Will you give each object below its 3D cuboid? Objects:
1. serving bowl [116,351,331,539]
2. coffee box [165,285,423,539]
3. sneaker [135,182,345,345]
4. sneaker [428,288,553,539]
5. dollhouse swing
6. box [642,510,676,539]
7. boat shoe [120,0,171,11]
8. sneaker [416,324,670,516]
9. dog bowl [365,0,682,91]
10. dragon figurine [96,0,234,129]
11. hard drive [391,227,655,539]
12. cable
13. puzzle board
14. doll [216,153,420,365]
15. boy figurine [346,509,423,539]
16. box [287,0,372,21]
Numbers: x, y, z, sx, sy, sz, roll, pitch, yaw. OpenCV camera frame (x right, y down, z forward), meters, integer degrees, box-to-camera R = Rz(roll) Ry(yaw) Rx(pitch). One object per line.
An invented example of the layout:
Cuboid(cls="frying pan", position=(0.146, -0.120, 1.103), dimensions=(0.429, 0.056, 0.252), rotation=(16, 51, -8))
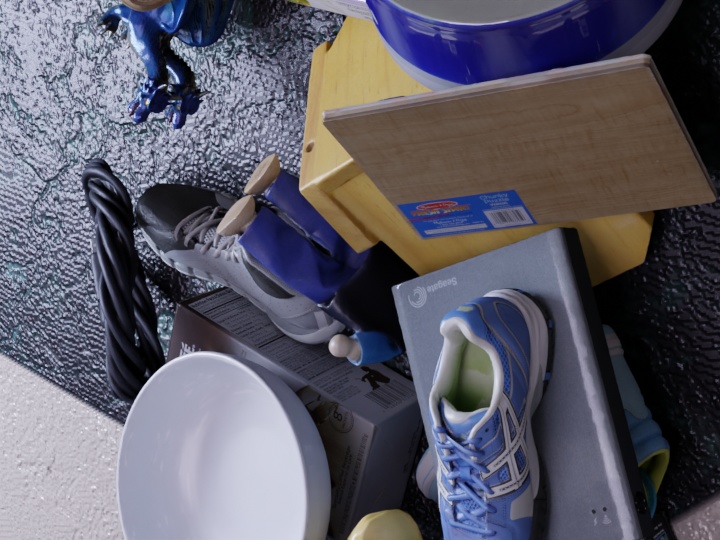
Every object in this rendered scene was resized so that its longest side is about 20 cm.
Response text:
Cuboid(cls="serving bowl", position=(-0.091, 0.159, 1.134), dimensions=(0.199, 0.066, 0.202), rotation=(1, 91, 41))
Cuboid(cls="coffee box", position=(-0.056, 0.106, 1.197), dimensions=(0.199, 0.080, 0.114), rotation=(29, 121, 28))
Cuboid(cls="sneaker", position=(-0.093, -0.031, 1.160), dimensions=(0.199, 0.075, 0.116), rotation=(30, 160, 18))
Cuboid(cls="sneaker", position=(0.071, 0.112, 0.966), dimensions=(0.075, 0.077, 0.202), rotation=(1, 91, 36))
Cuboid(cls="dollhouse swing", position=(0.090, -0.094, 1.054), dimensions=(0.199, 0.175, 0.183), rotation=(-29, 44, 40))
Cuboid(cls="box", position=(0.166, 0.266, 0.997), dimensions=(0.044, 0.199, 0.161), rotation=(-23, 88, 39))
Cuboid(cls="boat shoe", position=(-0.101, -0.257, 1.078), dimensions=(0.071, 0.065, 0.200), rotation=(39, 103, -26))
Cuboid(cls="sneaker", position=(0.127, 0.142, 1.060), dimensions=(0.200, 0.079, 0.131), rotation=(-46, 66, 38))
Cuboid(cls="dog bowl", position=(0.092, -0.201, 0.914), dimensions=(0.199, 0.201, 0.079), rotation=(26, 162, 29))
Cuboid(cls="dragon figurine", position=(-0.134, -0.205, 1.168), dimensions=(0.099, 0.059, 0.201), rotation=(24, 88, 31))
Cuboid(cls="hard drive", position=(0.103, 0.087, 1.010), dimensions=(0.139, 0.033, 0.202), rotation=(-20, 79, 36))
Cuboid(cls="cable", position=(-0.185, 0.012, 1.222), dimensions=(0.164, 0.050, 0.201), rotation=(99, 161, -58))
Cuboid(cls="puzzle board", position=(0.097, -0.071, 0.925), dimensions=(0.199, 0.151, 0.018), rotation=(-7, 61, 25))
Cuboid(cls="doll", position=(0.000, 0.000, 1.096), dimensions=(0.200, 0.137, 0.048), rotation=(39, 149, -14))
Cuboid(cls="boy figurine", position=(0.014, 0.260, 1.071), dimensions=(0.124, 0.064, 0.202), rotation=(2, 104, 38))
Cuboid(cls="box", position=(-0.022, -0.203, 1.063), dimensions=(0.199, 0.039, 0.042), rotation=(23, 85, 47))
